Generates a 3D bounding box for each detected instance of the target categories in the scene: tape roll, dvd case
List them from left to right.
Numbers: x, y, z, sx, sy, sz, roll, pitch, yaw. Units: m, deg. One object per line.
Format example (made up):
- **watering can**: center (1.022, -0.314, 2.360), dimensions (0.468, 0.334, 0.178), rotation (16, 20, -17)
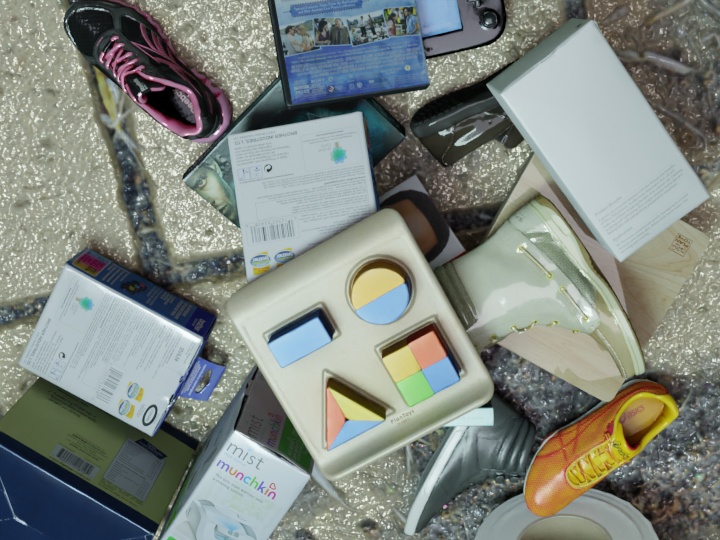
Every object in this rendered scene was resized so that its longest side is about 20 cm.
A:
- **dvd case**: center (-0.019, -0.263, 0.979), dimensions (0.142, 0.018, 0.201), rotation (-10, 87, -7)
- **dvd case**: center (0.062, 0.125, 1.049), dimensions (0.145, 0.200, 0.022), rotation (-2, 96, 5)
- **tape roll**: center (0.223, 0.324, 1.093), dimensions (0.201, 0.203, 0.071), rotation (-7, 117, 7)

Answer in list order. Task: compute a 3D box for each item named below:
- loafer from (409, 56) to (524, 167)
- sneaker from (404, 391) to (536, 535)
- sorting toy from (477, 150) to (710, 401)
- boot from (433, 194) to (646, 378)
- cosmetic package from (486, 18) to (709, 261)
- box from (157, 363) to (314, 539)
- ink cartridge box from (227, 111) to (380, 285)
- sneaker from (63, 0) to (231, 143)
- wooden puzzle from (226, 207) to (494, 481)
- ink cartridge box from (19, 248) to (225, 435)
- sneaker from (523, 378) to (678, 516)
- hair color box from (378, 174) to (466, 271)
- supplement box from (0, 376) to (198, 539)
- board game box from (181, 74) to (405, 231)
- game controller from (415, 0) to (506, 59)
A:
- **loafer**: center (0.152, -0.163, 1.027), dimensions (0.199, 0.073, 0.072), rotation (-20, 116, 13)
- **sneaker**: center (0.127, 0.232, 1.144), dimensions (0.099, 0.071, 0.201), rotation (28, 103, 1)
- **sorting toy**: center (0.218, -0.001, 1.057), dimensions (0.199, 0.070, 0.199), rotation (28, 100, -5)
- **boot**: center (0.171, 0.048, 0.994), dimensions (0.154, 0.072, 0.200), rotation (-34, 93, 5)
- **cosmetic package**: center (0.220, -0.122, 0.946), dimensions (0.107, 0.085, 0.200), rotation (-35, 103, 8)
- **box**: center (-0.125, 0.211, 1.092), dimensions (0.096, 0.200, 0.177), rotation (32, 106, -6)
- **ink cartridge box**: center (-0.046, -0.039, 0.982), dimensions (0.136, 0.076, 0.201), rotation (-9, 84, 6)
- **sneaker**: center (-0.221, -0.201, 1.027), dimensions (0.200, 0.095, 0.079), rotation (38, 108, -6)
- **wooden puzzle**: center (-0.001, 0.072, 0.922), dimensions (0.185, 0.046, 0.201), rotation (-29, 95, 8)
- **ink cartridge box**: center (-0.251, 0.086, 1.119), dimensions (0.199, 0.076, 0.137), rotation (30, 108, -3)
- **sneaker**: center (0.255, 0.192, 1.103), dimensions (0.073, 0.077, 0.200), rotation (44, 94, -6)
- **hair color box**: center (0.000, 0.000, 1.046), dimensions (0.199, 0.061, 0.102), rotation (-32, 74, -2)
- **supplement box**: center (-0.312, 0.234, 1.113), dimensions (0.199, 0.200, 0.135), rotation (32, 107, -6)
- **board game box**: center (-0.070, -0.120, 1.050), dimensions (0.135, 0.028, 0.200), rotation (40, 113, -20)
- **game controller**: center (0.042, -0.260, 1.014), dimensions (0.199, 0.042, 0.105), rotation (-11, 106, 7)
